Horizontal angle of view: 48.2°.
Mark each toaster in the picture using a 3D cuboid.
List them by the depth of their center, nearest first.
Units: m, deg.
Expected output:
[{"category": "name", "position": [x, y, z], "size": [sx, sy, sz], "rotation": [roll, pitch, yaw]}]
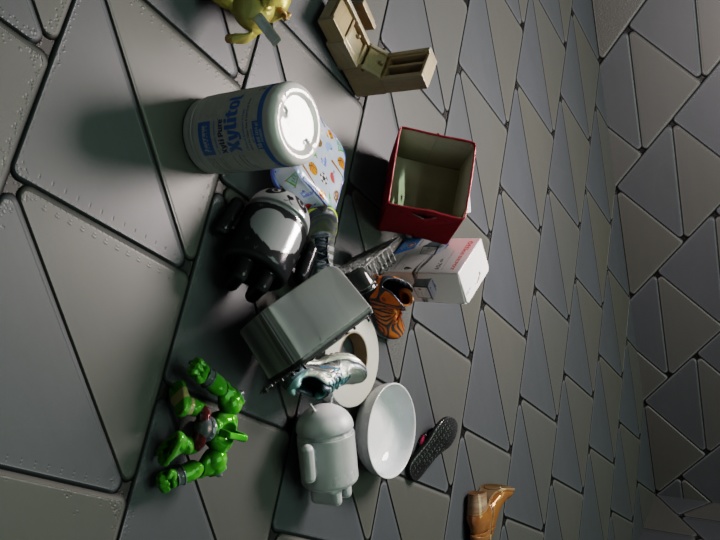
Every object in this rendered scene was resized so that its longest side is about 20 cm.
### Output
[{"category": "toaster", "position": [-0.102, 0.099, 1.378], "size": [0.199, 0.181, 0.119], "rotation": [-35, 88, -26]}]

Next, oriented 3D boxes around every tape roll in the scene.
[{"category": "tape roll", "position": [-0.029, 0.180, 1.658], "size": [0.202, 0.037, 0.206], "rotation": [2, 88, -57]}]

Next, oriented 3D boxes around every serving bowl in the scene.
[{"category": "serving bowl", "position": [0.044, 0.342, 1.737], "size": [0.199, 0.065, 0.204], "rotation": [1, 89, -56]}]

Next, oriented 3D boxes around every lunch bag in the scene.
[{"category": "lunch bag", "position": [-0.099, -0.206, 1.498], "size": [0.160, 0.075, 0.202], "rotation": [45, 37, -41]}]

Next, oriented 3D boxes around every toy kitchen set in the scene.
[{"category": "toy kitchen set", "position": [0.047, -0.498, 1.661], "size": [0.201, 0.178, 0.165], "rotation": [56, 45, -44]}]

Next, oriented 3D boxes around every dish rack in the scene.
[{"category": "dish rack", "position": [0.000, 0.000, 1.613], "size": [0.200, 0.152, 0.055], "rotation": [-41, 105, -50]}]

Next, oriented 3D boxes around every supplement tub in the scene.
[{"category": "supplement tub", "position": [-0.175, -0.228, 1.304], "size": [0.131, 0.198, 0.134], "rotation": [4, 85, -56]}]

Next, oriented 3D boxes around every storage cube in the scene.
[{"category": "storage cube", "position": [0.140, -0.180, 1.741], "size": [0.180, 0.168, 0.203], "rotation": [112, -11, -73]}]

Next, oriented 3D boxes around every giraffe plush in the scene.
[{"category": "giraffe plush", "position": [-0.171, -0.483, 1.380], "size": [0.162, 0.170, 0.202], "rotation": [-58, 127, -69]}]

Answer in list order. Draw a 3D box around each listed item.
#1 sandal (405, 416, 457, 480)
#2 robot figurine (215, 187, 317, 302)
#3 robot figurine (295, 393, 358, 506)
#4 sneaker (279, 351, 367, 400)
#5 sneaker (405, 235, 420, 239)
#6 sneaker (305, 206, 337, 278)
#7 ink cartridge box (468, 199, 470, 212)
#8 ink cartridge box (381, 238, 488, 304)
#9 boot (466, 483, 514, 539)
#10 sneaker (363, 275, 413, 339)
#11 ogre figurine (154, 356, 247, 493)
[{"category": "sandal", "position": [0.166, 0.423, 1.947], "size": [0.200, 0.045, 0.076], "rotation": [-41, 117, -32]}, {"category": "robot figurine", "position": [-0.162, -0.048, 1.385], "size": [0.151, 0.123, 0.202], "rotation": [59, 43, -45]}, {"category": "robot figurine", "position": [-0.063, 0.342, 1.533], "size": [0.169, 0.111, 0.204], "rotation": [-22, 108, -65]}, {"category": "sneaker", "position": [-0.068, 0.208, 1.506], "size": [0.197, 0.087, 0.078], "rotation": [5, 125, -33]}, {"category": "sneaker", "position": [0.154, -0.170, 1.874], "size": [0.073, 0.110, 0.203], "rotation": [-25, 110, -54]}, {"category": "sneaker", "position": [-0.074, -0.030, 1.484], "size": [0.081, 0.073, 0.202], "rotation": [-110, -159, -47]}, {"category": "ink cartridge box", "position": [0.208, -0.236, 1.988], "size": [0.136, 0.075, 0.204], "rotation": [-14, 102, -56]}, {"category": "ink cartridge box", "position": [0.168, -0.001, 1.811], "size": [0.147, 0.198, 0.087], "rotation": [-51, 130, -44]}, {"category": "boot", "position": [0.356, 0.669, 2.183], "size": [0.199, 0.076, 0.158], "rotation": [0, 87, -54]}, {"category": "sneaker", "position": [0.072, 0.084, 1.744], "size": [0.201, 0.111, 0.078], "rotation": [53, 48, -41]}, {"category": "ogre figurine", "position": [-0.249, 0.253, 1.276], "size": [0.119, 0.097, 0.203], "rotation": [23, 58, -41]}]
